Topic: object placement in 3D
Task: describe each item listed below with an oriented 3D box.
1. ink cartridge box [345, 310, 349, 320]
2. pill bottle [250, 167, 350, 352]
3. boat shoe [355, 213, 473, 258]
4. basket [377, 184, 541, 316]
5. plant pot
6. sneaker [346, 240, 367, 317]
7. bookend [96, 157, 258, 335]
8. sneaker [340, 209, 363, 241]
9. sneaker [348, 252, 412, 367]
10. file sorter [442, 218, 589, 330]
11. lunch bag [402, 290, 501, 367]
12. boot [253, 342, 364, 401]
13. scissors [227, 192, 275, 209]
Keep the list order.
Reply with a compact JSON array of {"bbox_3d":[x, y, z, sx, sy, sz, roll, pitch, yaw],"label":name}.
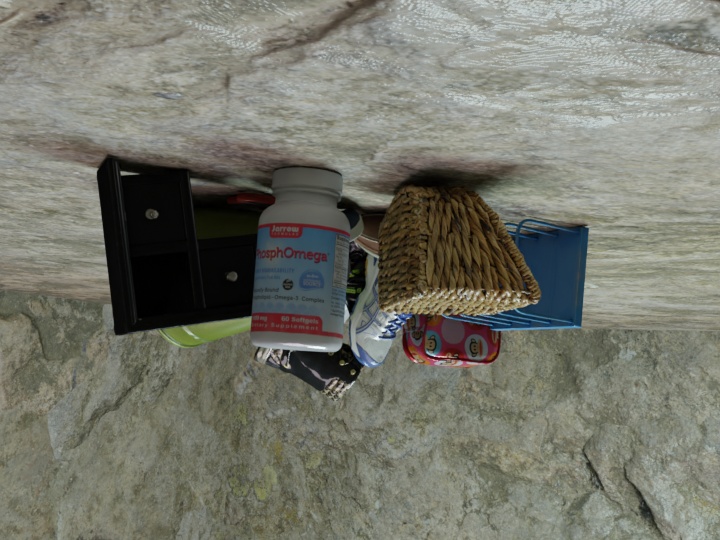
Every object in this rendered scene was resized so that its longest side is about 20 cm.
[{"bbox_3d":[-0.099,0.031,1.754,0.144,0.085,0.200,34,-179,16],"label":"ink cartridge box"},{"bbox_3d":[-0.067,-0.011,1.117,0.107,0.203,0.109,3,173,0],"label":"pill bottle"},{"bbox_3d":[0.080,-0.052,1.308,0.198,0.076,0.072,10,147,20],"label":"boat shoe"},{"bbox_3d":[0.112,-0.025,1.153,0.147,0.145,0.200,3,171,-12],"label":"basket"},{"bbox_3d":[-0.167,-0.002,1.339,0.191,0.203,0.200,-7,169,26],"label":"plant pot"},{"bbox_3d":[0.000,0.000,1.427,0.070,0.083,0.201,2,134,10],"label":"sneaker"},{"bbox_3d":[-0.202,-0.033,1.171,0.198,0.201,0.092,-6,177,-24],"label":"bookend"},{"bbox_3d":[-0.061,-0.061,1.252,0.074,0.085,0.200,-18,-168,28],"label":"sneaker"},{"bbox_3d":[0.042,0.051,1.379,0.088,0.202,0.075,23,-159,39],"label":"sneaker"},{"bbox_3d":[0.213,0.006,1.402,0.122,0.141,0.199,11,171,-26],"label":"file sorter"},{"bbox_3d":[0.155,0.050,1.522,0.174,0.203,0.082,7,168,-25],"label":"lunch bag"},{"bbox_3d":[-0.055,0.096,1.437,0.150,0.201,0.073,33,-152,-4],"label":"boot"},{"bbox_3d":[-0.093,-0.082,1.331,0.199,0.014,0.073,11,170,-39],"label":"scissors"}]
